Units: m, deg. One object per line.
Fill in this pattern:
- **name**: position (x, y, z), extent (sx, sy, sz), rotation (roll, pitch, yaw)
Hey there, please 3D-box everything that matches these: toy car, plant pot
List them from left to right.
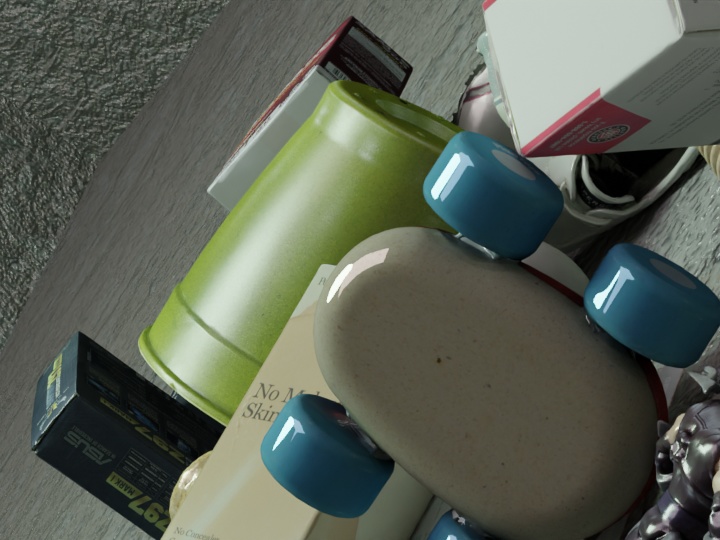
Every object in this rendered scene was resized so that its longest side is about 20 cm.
- **plant pot**: position (0.000, 0.000, 1.636), extent (0.194, 0.200, 0.200), rotation (-63, 10, 12)
- **toy car**: position (0.081, 0.043, 1.346), extent (0.185, 0.177, 0.200), rotation (-59, -12, 16)

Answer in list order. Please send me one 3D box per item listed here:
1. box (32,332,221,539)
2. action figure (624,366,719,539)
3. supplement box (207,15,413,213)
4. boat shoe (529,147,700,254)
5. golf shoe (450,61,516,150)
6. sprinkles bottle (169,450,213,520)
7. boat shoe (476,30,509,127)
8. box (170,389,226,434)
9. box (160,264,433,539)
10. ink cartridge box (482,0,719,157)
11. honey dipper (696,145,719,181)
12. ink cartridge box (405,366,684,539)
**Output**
- **box**: position (-0.119, 0.133, 1.800), extent (0.051, 0.200, 0.158), rotation (-52, 13, 7)
- **action figure**: position (0.132, 0.118, 1.194), extent (0.200, 0.069, 0.130), rotation (-51, 5, 9)
- **supplement box**: position (-0.030, -0.092, 1.795), extent (0.109, 0.061, 0.200), rotation (-47, 5, 14)
- **boat shoe**: position (0.144, -0.058, 1.617), extent (0.200, 0.072, 0.066), rotation (-36, 17, 38)
- **golf shoe**: position (0.129, -0.130, 1.851), extent (0.200, 0.077, 0.088), rotation (-57, 19, -3)
- **sprinkles bottle**: position (-0.037, 0.170, 1.538), extent (0.068, 0.068, 0.200), rotation (-55, 38, 5)
- **boat shoe**: position (0.122, -0.140, 1.691), extent (0.070, 0.072, 0.201), rotation (-24, 3, 23)
- **box**: position (-0.021, 0.031, 1.923), extent (0.200, 0.117, 0.197), rotation (-39, 21, 59)
- **box**: position (-0.016, 0.101, 1.466), extent (0.095, 0.078, 0.201), rotation (7, 56, 37)
- **ink cartridge box**: position (0.180, -0.118, 1.280), extent (0.146, 0.199, 0.083), rotation (-38, 62, 56)
- **honey dipper**: position (0.178, -0.107, 1.520), extent (0.038, 0.038, 0.200), rotation (-52, 31, 18)
- **ink cartridge box**: position (0.086, 0.143, 1.387), extent (0.200, 0.057, 0.163), rotation (-23, 33, 45)
